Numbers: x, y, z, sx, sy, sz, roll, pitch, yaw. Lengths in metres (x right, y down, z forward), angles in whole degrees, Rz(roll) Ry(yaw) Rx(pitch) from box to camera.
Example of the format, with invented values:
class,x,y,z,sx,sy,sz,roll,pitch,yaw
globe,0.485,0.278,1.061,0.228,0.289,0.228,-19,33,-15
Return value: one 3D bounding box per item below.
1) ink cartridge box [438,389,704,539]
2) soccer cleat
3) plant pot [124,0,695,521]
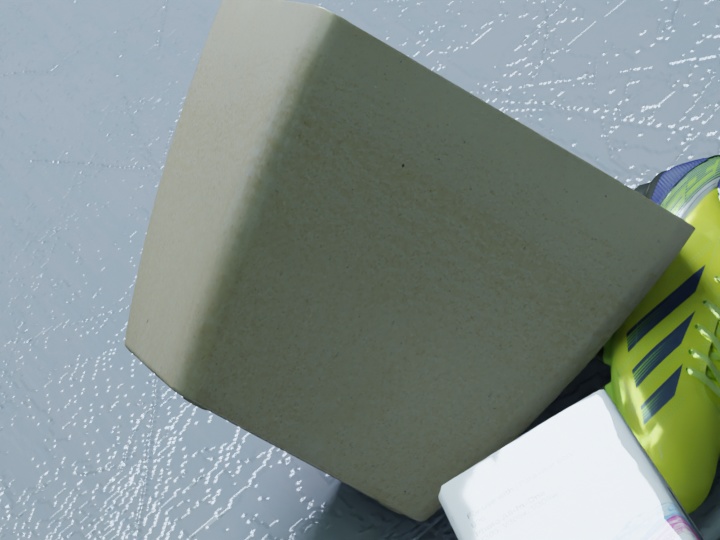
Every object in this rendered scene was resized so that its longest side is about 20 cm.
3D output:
class,x,y,z,sx,sy,sz,roll,pitch,yaw
ink cartridge box,0.120,0.165,0.975,0.087,0.145,0.200,-33,38,3
soccer cleat,0.159,0.022,1.162,0.084,0.065,0.200,-13,43,26
plant pot,0.000,0.000,1.182,0.177,0.200,0.200,-62,17,0
